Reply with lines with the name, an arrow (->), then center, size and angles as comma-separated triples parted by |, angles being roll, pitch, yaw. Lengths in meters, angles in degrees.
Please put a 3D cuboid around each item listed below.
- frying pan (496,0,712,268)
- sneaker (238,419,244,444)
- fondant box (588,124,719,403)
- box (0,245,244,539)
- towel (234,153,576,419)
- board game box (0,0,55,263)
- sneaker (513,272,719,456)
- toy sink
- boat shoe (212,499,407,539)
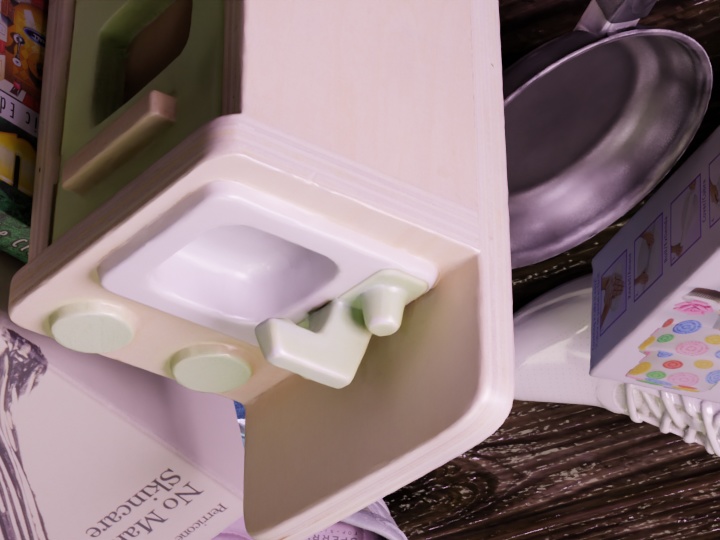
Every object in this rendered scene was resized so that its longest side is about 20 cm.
frying pan -> 0.069, -0.066, 0.784 | 0.115, 0.031, 0.190 | -28, 148, -12
sneaker -> -0.134, 0.086, 1.051 | 0.200, 0.096, 0.079 | 4, 149, -6
fondant box -> 0.191, -0.010, 0.865 | 0.144, 0.058, 0.200 | 12, 148, -17
box -> -0.133, 0.038, 0.822 | 0.082, 0.068, 0.200 | -38, 129, 18
towel -> 0.000, 0.000, 0.921 | 0.112, 0.049, 0.200 | -13, 160, -35
board game box -> -0.121, -0.056, 0.808 | 0.023, 0.105, 0.200 | -21, 144, 33
sneaker -> 0.152, 0.044, 1.001 | 0.200, 0.080, 0.070 | -4, 150, 9
toy sink -> -0.036, -0.030, 0.759 | 0.112, 0.200, 0.130 | 21, 144, -32
boat shoe -> -0.078, 0.132, 1.131 | 0.202, 0.075, 0.065 | 3, -176, -12
